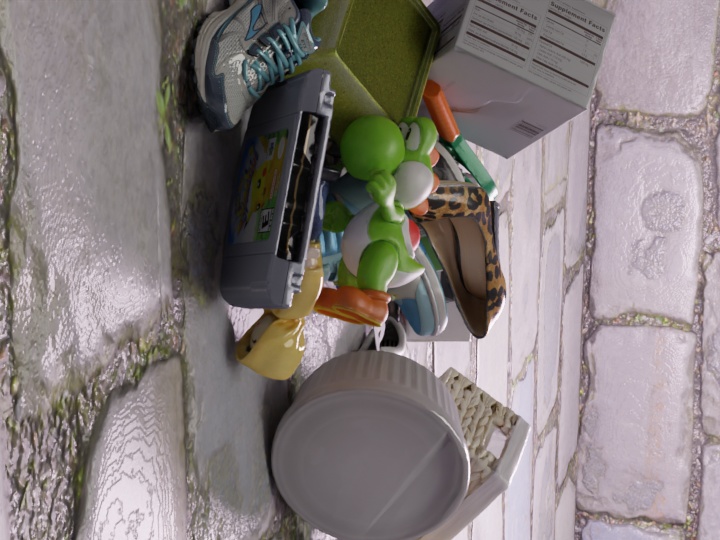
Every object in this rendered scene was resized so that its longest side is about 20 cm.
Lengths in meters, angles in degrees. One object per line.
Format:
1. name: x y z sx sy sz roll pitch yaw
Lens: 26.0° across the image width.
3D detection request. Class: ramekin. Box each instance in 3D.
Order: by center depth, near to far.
1. ramekin: 0.013 0.172 1.576 0.095 0.200 0.204 -80 167 -58

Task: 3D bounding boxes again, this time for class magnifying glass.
1. magnifying glass: 0.100 -0.134 1.653 0.022 0.079 0.200 -45 146 -8

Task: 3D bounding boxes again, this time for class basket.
1. basket: 0.079 0.228 1.780 0.200 0.123 0.136 -49 -176 31

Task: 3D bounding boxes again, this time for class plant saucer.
1. plant saucer: 0.010 -0.216 1.482 0.200 0.047 0.202 46 50 -43

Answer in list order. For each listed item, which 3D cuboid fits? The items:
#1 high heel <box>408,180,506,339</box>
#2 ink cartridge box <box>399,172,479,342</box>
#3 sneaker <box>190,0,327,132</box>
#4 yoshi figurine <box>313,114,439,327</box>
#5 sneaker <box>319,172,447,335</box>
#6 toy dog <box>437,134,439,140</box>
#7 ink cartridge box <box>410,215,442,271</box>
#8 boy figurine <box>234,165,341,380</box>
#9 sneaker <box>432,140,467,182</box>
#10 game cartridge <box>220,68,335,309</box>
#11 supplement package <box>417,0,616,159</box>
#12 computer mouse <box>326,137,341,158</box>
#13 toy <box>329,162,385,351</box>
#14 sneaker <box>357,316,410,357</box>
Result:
1. high heel: 0.095 -0.011 1.556 0.199 0.071 0.144 16 74 -60
2. ink cartridge box: 0.095 -0.019 1.921 0.144 0.083 0.203 -107 -160 -84
3. sneaker: -0.083 -0.195 1.326 0.078 0.085 0.201 76 24 -45
4. yoshi figurine: 0.004 -0.057 1.431 0.202 0.111 0.112 -71 158 -9
5. sneaker: 0.000 0.000 1.571 0.201 0.130 0.079 64 -16 -17
6. toy dog: 0.057 -0.169 1.730 0.131 0.096 0.203 0 81 -39
7. ink cartridge box: 0.065 -0.027 1.732 0.200 0.103 0.060 -102 180 -85
8. boy figurine: -0.070 -0.003 1.431 0.124 0.064 0.202 28 -74 65
9. sneaker: 0.028 -0.123 1.638 0.090 0.070 0.201 -45 108 -22
10. game cartridge: -0.075 -0.067 1.344 0.133 0.040 0.202 172 -71 -69
11. supplement package: 0.142 -0.217 1.616 0.200 0.154 0.112 -28 -139 69
12. computer mouse: -0.038 -0.189 1.519 0.199 0.046 0.142 19 86 -54
13. toy: -0.012 -0.016 1.670 0.115 0.047 0.202 -71 154 -74
14. sneaker: 0.014 0.126 1.792 0.201 0.072 0.071 -76 154 -59
